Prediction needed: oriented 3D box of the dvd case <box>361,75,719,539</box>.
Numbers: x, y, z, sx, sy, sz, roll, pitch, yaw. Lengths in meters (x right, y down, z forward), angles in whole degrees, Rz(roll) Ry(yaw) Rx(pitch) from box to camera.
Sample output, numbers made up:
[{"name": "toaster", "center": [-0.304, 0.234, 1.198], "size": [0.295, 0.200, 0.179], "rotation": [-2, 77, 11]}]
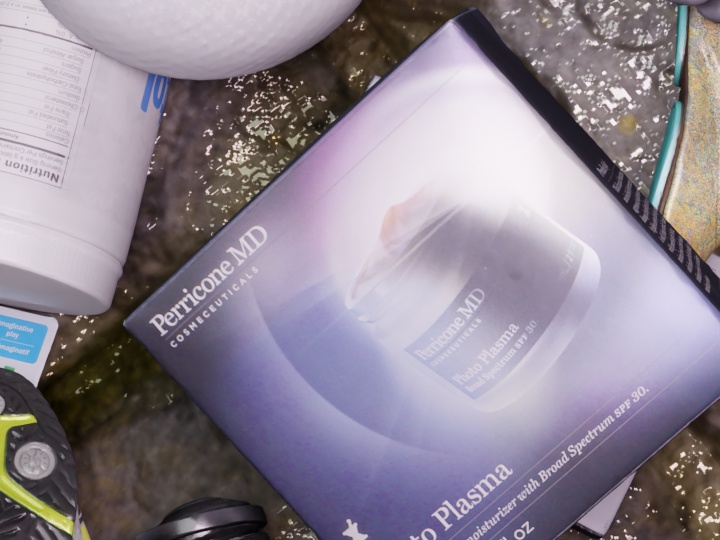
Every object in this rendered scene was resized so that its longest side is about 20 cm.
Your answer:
[{"name": "dvd case", "center": [0.060, 0.018, 1.235], "size": [0.200, 0.025, 0.150], "rotation": [27, 81, -2]}]

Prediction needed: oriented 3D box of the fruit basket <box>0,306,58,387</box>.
[{"name": "fruit basket", "center": [-0.270, 0.095, 1.310], "size": [0.185, 0.094, 0.200], "rotation": [12, 75, 18]}]

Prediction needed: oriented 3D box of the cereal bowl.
[{"name": "cereal bowl", "center": [-0.073, -0.196, 1.234], "size": [0.200, 0.083, 0.200], "rotation": [1, 81, -8]}]

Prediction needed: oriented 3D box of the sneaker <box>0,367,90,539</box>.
[{"name": "sneaker", "center": [-0.165, 0.140, 1.242], "size": [0.075, 0.076, 0.200], "rotation": [-13, 63, -19]}]

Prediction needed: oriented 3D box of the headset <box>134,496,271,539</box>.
[{"name": "headset", "center": [-0.048, 0.161, 1.255], "size": [0.200, 0.094, 0.124], "rotation": [-48, 67, 15]}]

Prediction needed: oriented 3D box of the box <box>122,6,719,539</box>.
[{"name": "box", "center": [0.038, 0.023, 1.135], "size": [0.200, 0.123, 0.198], "rotation": [-43, 90, 11]}]

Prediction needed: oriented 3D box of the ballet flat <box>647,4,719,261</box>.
[{"name": "ballet flat", "center": [0.172, -0.077, 1.211], "size": [0.071, 0.071, 0.200], "rotation": [6, 80, 17]}]

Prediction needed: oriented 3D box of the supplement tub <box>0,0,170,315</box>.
[{"name": "supplement tub", "center": [-0.166, -0.089, 1.311], "size": [0.132, 0.132, 0.200], "rotation": [9, 79, 17]}]

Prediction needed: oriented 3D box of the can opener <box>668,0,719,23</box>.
[{"name": "can opener", "center": [0.178, -0.212, 1.184], "size": [0.066, 0.053, 0.200], "rotation": [3, 76, 57]}]
